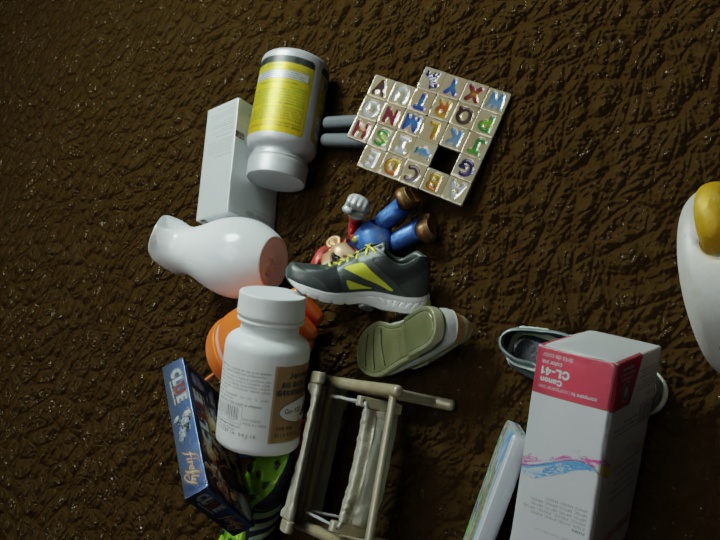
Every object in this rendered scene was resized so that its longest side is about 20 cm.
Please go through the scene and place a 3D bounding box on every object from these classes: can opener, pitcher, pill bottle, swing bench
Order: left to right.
[{"bbox_3d":[-0.204,-0.013,1.320,0.197,0.172,0.123,8,70,28],"label":"pitcher"},{"bbox_3d":[-0.124,0.128,1.108,0.113,0.113,0.204,14,101,42],"label":"pill bottle"},{"bbox_3d":[-0.118,-0.235,1.343,0.113,0.114,0.203,-3,72,40],"label":"pill bottle"},{"bbox_3d":[-0.009,0.239,1.067,0.198,0.129,0.202,3,77,40],"label":"swing bench"},{"bbox_3d":[0.014,-0.203,1.262,0.198,0.066,0.054,10,91,49],"label":"can opener"}]

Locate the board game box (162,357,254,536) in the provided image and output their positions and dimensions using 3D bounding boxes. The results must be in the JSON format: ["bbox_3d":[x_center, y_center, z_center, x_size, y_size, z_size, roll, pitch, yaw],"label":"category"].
[{"bbox_3d":[-0.202,0.232,1.122,0.034,0.136,0.202,-25,50,4],"label":"board game box"}]

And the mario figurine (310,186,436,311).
[{"bbox_3d":[0.006,-0.024,1.168,0.199,0.105,0.125,-35,56,24],"label":"mario figurine"}]

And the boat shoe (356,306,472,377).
[{"bbox_3d":[0.065,0.097,1.095,0.199,0.067,0.076,-24,62,56],"label":"boat shoe"}]

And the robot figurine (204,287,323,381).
[{"bbox_3d":[-0.146,0.100,1.246,0.199,0.116,0.146,-30,59,28],"label":"robot figurine"}]

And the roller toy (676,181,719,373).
[{"bbox_3d":[0.374,0.005,0.782,0.138,0.199,0.186,-14,86,37],"label":"roller toy"}]

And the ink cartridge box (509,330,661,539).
[{"bbox_3d":[0.224,0.170,0.839,0.085,0.147,0.204,14,99,33],"label":"ink cartridge box"}]

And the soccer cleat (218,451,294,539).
[{"bbox_3d":[-0.134,0.327,1.172,0.067,0.080,0.202,37,103,48],"label":"soccer cleat"}]

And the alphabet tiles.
[{"bbox_3d":[0.086,-0.197,1.167,0.198,0.008,0.169,23,84,21],"label":"alphabet tiles"}]

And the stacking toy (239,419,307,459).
[{"bbox_3d":[-0.144,0.235,1.225,0.197,0.085,0.087,-3,72,33],"label":"stacking toy"}]

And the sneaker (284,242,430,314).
[{"bbox_3d":[0.000,0.000,1.120,0.075,0.196,0.086,-105,24,-76],"label":"sneaker"}]

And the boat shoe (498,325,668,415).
[{"bbox_3d":[0.240,0.110,0.944,0.198,0.062,0.074,20,84,42],"label":"boat shoe"}]

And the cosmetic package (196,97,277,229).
[{"bbox_3d":[-0.195,-0.162,1.386,0.080,0.112,0.203,-14,67,36],"label":"cosmetic package"}]

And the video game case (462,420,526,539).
[{"bbox_3d":[0.134,0.265,0.912,0.022,0.182,0.203,21,88,9],"label":"video game case"}]
